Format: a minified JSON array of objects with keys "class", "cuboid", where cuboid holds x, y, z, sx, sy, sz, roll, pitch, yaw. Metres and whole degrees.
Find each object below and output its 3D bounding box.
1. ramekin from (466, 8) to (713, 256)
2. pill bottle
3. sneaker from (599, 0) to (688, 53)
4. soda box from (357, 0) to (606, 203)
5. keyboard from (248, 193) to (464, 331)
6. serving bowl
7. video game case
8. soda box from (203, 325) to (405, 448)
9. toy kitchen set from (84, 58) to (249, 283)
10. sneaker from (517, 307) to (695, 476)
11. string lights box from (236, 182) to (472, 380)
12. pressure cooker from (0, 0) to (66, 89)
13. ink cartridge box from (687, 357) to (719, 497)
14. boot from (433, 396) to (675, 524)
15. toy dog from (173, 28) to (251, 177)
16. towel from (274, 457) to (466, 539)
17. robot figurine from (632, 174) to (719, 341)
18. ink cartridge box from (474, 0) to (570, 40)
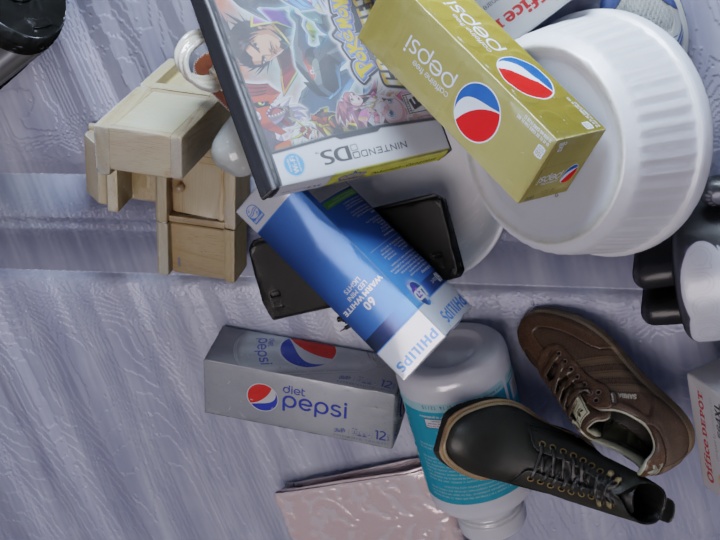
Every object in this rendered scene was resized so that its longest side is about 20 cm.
[{"class":"ramekin","cuboid":[0.172,-0.105,1.215,0.201,0.094,0.205,12,108,42]},{"class":"pill bottle","cuboid":[0.107,0.160,1.470,0.109,0.111,0.202,-6,117,19]},{"class":"sneaker","cuboid":[0.232,-0.149,1.268,0.074,0.088,0.202,1,118,17]},{"class":"soda box","cuboid":[0.089,-0.145,1.170,0.200,0.067,0.064,48,129,24]},{"class":"keyboard","cuboid":[0.000,0.000,1.385,0.198,0.040,0.106,-12,92,23]},{"class":"serving bowl","cuboid":[0.041,-0.088,1.371,0.197,0.066,0.202,8,121,13]},{"class":"video game case","cuboid":[-0.034,-0.169,1.239,0.025,0.179,0.202,-33,74,56]},{"class":"soda box","cuboid":[-0.054,0.114,1.517,0.197,0.064,0.069,9,123,11]},{"class":"toy kitchen set","cuboid":[-0.204,-0.071,1.383,0.161,0.181,0.203,8,117,12]},{"class":"sneaker","cuboid":[0.213,0.108,1.393,0.199,0.075,0.071,38,129,23]},{"class":"string lights box","cuboid":[-0.003,-0.009,1.301,0.200,0.103,0.059,45,111,4]},{"class":"pressure cooker","cuboid":[-0.382,-0.226,1.348,0.199,0.176,0.179,-31,104,25]},{"class":"ink cartridge box","cuboid":[0.384,0.148,1.335,0.124,0.200,0.130,-22,117,-16]},{"class":"boot","cuboid":[0.177,0.174,1.367,0.198,0.138,0.078,12,97,-36]},{"class":"toy dog","cuboid":[-0.087,-0.174,1.303,0.096,0.200,0.133,-8,122,54]},{"class":"towel","cuboid":[0.026,0.295,1.619,0.189,0.032,0.202,-11,115,22]},{"class":"robot figurine","cuboid":[0.335,-0.006,1.303,0.197,0.150,0.127,-7,76,20]},{"class":"ink cartridge box","cuboid":[0.076,-0.276,1.241,0.144,0.084,0.200,-34,107,30]}]
